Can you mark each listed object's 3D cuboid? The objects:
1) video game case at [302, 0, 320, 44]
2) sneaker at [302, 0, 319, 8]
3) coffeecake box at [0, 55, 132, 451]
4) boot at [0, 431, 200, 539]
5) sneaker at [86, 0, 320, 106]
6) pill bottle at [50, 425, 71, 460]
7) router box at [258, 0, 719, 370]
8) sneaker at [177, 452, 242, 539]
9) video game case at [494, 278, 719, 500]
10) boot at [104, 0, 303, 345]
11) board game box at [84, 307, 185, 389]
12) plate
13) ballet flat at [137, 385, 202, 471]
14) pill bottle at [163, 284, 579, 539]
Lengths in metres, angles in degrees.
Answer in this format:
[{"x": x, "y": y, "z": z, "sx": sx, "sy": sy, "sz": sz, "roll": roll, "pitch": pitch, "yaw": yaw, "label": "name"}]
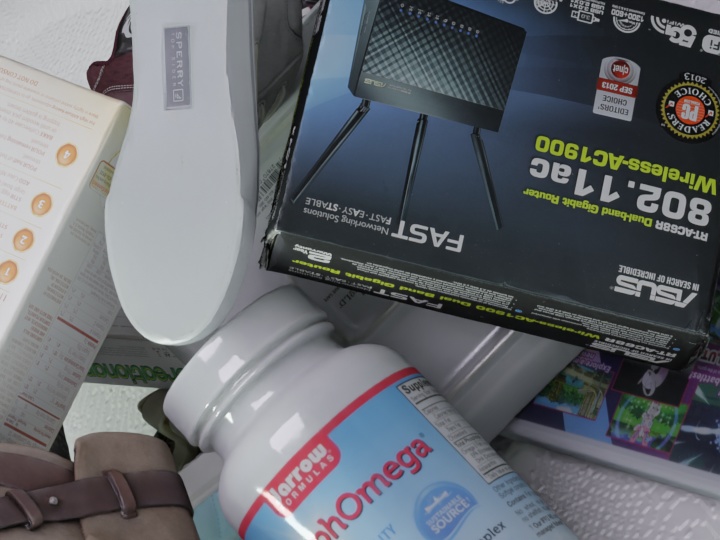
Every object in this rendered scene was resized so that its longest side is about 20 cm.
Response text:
[{"x": 0.016, "y": -0.084, "z": 1.422, "sx": 0.200, "sy": 0.143, "sz": 0.018, "roll": -45, "pitch": 45, "yaw": 16, "label": "video game case"}, {"x": -0.052, "y": -0.076, "z": 1.523, "sx": 0.079, "sy": 0.096, "sz": 0.201, "roll": 14, "pitch": 64, "yaw": 20, "label": "sneaker"}, {"x": -0.193, "y": 0.001, "z": 1.372, "sx": 0.153, "sy": 0.073, "sz": 0.201, "roll": 22, "pitch": 82, "yaw": 33, "label": "coffeecake box"}, {"x": -0.088, "y": 0.140, "z": 1.281, "sx": 0.070, "sy": 0.199, "sz": 0.147, "roll": 121, "pitch": 153, "yaw": -44, "label": "boot"}, {"x": -0.048, "y": -0.123, "z": 1.452, "sx": 0.199, "sy": 0.076, "sz": 0.116, "roll": -25, "pitch": 50, "yaw": -8, "label": "sneaker"}, {"x": -0.199, "y": 0.100, "z": 1.448, "sx": 0.114, "sy": 0.114, "sz": 0.201, "roll": -31, "pitch": 59, "yaw": 28, "label": "pill bottle"}, {"x": 0.068, "y": -0.054, "z": 1.293, "sx": 0.062, "sy": 0.199, "sz": 0.150, "roll": 110, "pitch": 173, "yaw": -73, "label": "router box"}, {"x": -0.005, "y": 0.086, "z": 1.421, "sx": 0.200, "sy": 0.074, "sz": 0.082, "roll": -37, "pitch": 87, "yaw": 10, "label": "sneaker"}, {"x": 0.153, "y": 0.007, "z": 1.330, "sx": 0.200, "sy": 0.023, "sz": 0.183, "roll": 14, "pitch": 78, "yaw": 46, "label": "video game case"}, {"x": -0.059, "y": -0.067, "z": 1.304, "sx": 0.073, "sy": 0.095, "sz": 0.201, "roll": 4, "pitch": 91, "yaw": 26, "label": "boot"}, {"x": -0.116, "y": 0.009, "z": 1.536, "sx": 0.200, "sy": 0.035, "sz": 0.126, "roll": 2, "pitch": 37, "yaw": 45, "label": "board game box"}, {"x": 0.000, "y": 0.000, "z": 1.355, "sx": 0.200, "sy": 0.032, "sz": 0.200, "roll": 46, "pitch": 105, "yaw": 8, "label": "plate"}, {"x": -0.095, "y": 0.104, "z": 1.480, "sx": 0.069, "sy": 0.071, "sz": 0.200, "roll": 32, "pitch": 91, "yaw": 50, "label": "ballet flat"}, {"x": 0.009, "y": 0.105, "z": 1.285, "sx": 0.200, "sy": 0.109, "sz": 0.109, "roll": 45, "pitch": 104, "yaw": 12, "label": "pill bottle"}]
